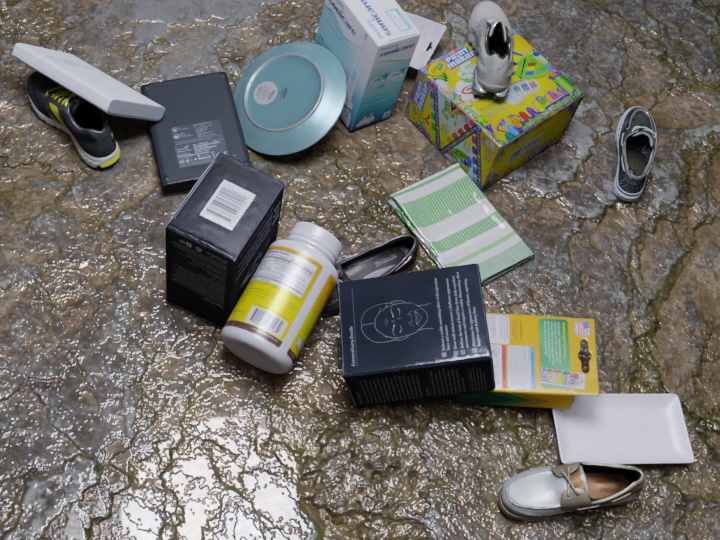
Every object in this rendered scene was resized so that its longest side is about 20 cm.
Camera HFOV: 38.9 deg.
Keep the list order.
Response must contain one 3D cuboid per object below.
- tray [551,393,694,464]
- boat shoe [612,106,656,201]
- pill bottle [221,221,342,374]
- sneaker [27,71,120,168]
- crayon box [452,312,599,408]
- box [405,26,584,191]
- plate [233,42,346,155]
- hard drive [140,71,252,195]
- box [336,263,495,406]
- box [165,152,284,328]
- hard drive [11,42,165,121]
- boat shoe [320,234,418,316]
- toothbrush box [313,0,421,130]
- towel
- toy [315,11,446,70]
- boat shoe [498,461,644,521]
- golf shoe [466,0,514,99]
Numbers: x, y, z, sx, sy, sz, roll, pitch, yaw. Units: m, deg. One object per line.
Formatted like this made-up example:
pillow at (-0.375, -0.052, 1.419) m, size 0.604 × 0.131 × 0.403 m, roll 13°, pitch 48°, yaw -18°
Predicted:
tray at (0.371, 0.229, 1.460) m, size 0.200 × 0.022 × 0.108 m, roll 2°, pitch 60°, yaw -10°
boat shoe at (0.470, -0.208, 1.714) m, size 0.072 × 0.071 × 0.200 m, roll 15°, pitch 57°, yaw -2°
pill bottle at (-0.103, 0.034, 1.414) m, size 0.109 × 0.109 × 0.200 m, roll 26°, pitch 68°, yaw 5°
sneaker at (-0.434, -0.248, 1.552) m, size 0.200 × 0.085 × 0.074 m, roll 43°, pitch 60°, yaw 15°
crayon box at (0.234, 0.129, 1.459) m, size 0.200 × 0.052 × 0.126 m, roll 3°, pitch 58°, yaw 2°
box at (0.218, -0.272, 1.673) m, size 0.200 × 0.122 × 0.193 m, roll -32°, pitch 70°, yaw -26°
plate at (-0.119, -0.277, 1.611) m, size 0.200 × 0.026 × 0.200 m, roll -6°, pitch 71°, yaw 17°
hard drive at (-0.257, -0.218, 1.593) m, size 0.139 × 0.033 × 0.200 m, roll -12°, pitch 62°, yaw -11°
box at (0.076, 0.090, 1.401) m, size 0.200 × 0.107 × 0.149 m, roll -7°, pitch 58°, yaw 6°
box at (-0.188, -0.036, 1.404) m, size 0.104 × 0.200 × 0.148 m, roll 26°, pitch 57°, yaw 5°
hard drive at (-0.411, -0.286, 1.548) m, size 0.200 × 0.026 × 0.132 m, roll 32°, pitch 15°, yaw 20°
boat shoe at (0.000, 0.000, 1.504) m, size 0.200 × 0.057 × 0.067 m, roll -27°, pitch 68°, yaw -24°
toothbrush box at (0.001, -0.348, 1.629) m, size 0.085 × 0.200 × 0.147 m, roll -23°, pitch 65°, yaw -26°
towel at (0.156, -0.069, 1.597) m, size 0.152 × 0.023 × 0.200 m, roll -27°, pitch 68°, yaw -25°
toy at (0.034, -0.406, 1.763) m, size 0.200 × 0.047 × 0.115 m, roll 24°, pitch 61°, yaw 7°
boat shoe at (0.286, 0.290, 1.378) m, size 0.200 × 0.068 × 0.075 m, roll -6°, pitch 60°, yaw -14°
golf shoe at (0.215, -0.368, 1.605) m, size 0.078 × 0.097 × 0.200 m, roll 2°, pitch 57°, yaw -6°
